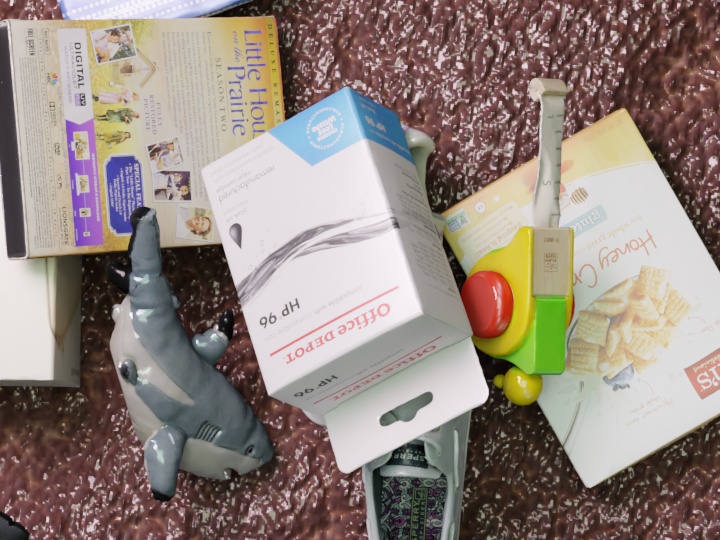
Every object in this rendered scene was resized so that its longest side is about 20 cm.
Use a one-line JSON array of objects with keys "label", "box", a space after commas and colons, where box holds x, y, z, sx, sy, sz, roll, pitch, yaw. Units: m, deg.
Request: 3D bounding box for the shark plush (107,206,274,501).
[{"label": "shark plush", "box": [-0.115, 0.046, 1.729, 0.083, 0.091, 0.201, -16, 109, -5]}]

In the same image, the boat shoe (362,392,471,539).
[{"label": "boat shoe", "box": [0.036, 0.112, 1.708, 0.070, 0.072, 0.202, 0, 110, 5]}]

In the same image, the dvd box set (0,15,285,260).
[{"label": "dvd box set", "box": [-0.135, -0.085, 1.724, 0.199, 0.029, 0.147, -6, 90, -36]}]

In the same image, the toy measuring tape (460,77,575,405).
[{"label": "toy measuring tape", "box": [0.097, -0.017, 1.709, 0.073, 0.074, 0.201, 1, 90, 3]}]

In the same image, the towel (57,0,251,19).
[{"label": "towel", "box": [-0.145, -0.253, 1.768, 0.144, 0.024, 0.201, -18, 85, 4]}]

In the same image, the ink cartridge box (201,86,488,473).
[{"label": "ink cartridge box", "box": [-0.010, 0.007, 1.665, 0.116, 0.068, 0.201, -29, 64, 21]}]

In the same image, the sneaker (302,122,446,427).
[{"label": "sneaker", "box": [0.000, 0.000, 1.736, 0.099, 0.075, 0.201, 4, 86, 39]}]

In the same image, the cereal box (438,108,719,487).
[{"label": "cereal box", "box": [0.157, 0.018, 1.757, 0.143, 0.040, 0.201, -31, 84, 2]}]

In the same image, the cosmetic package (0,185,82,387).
[{"label": "cosmetic package", "box": [-0.218, -0.027, 1.752, 0.073, 0.104, 0.201, 0, 86, 4]}]

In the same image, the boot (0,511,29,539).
[{"label": "boot", "box": [-0.333, 0.182, 1.754, 0.200, 0.076, 0.169, 36, 84, -1]}]
